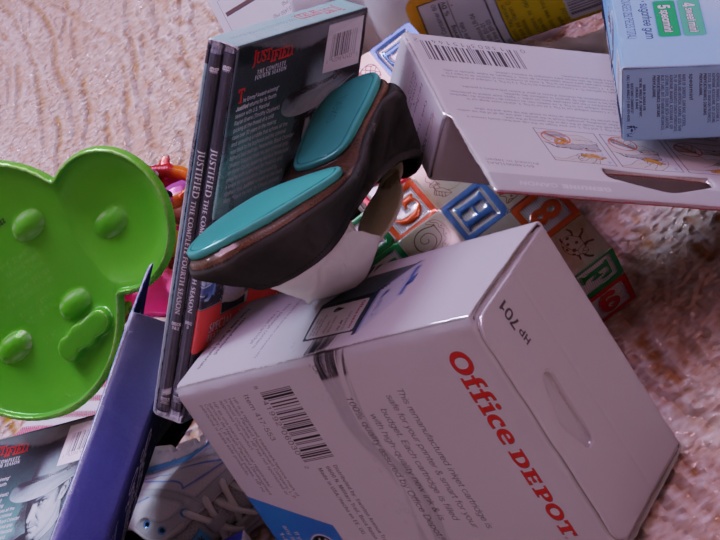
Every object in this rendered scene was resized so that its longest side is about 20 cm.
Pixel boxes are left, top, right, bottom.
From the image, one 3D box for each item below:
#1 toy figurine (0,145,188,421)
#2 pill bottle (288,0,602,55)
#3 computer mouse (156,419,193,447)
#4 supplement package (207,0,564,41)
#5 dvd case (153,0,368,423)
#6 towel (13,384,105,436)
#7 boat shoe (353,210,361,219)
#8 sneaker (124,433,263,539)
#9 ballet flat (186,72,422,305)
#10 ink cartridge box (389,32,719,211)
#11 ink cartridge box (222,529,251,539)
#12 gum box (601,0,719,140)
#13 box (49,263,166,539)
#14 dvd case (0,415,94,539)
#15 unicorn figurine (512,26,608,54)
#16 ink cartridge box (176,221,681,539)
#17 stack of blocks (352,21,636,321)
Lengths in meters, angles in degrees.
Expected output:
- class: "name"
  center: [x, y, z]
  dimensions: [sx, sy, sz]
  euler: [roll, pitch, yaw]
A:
- class: "toy figurine"
  center: [-0.135, -0.021, 1.685]
  dimensions: [0.200, 0.150, 0.184]
  euler: [-35, -5, 32]
- class: "pill bottle"
  center: [0.059, -0.181, 1.681]
  dimensions: [0.200, 0.113, 0.113]
  euler: [-19, 25, 9]
- class: "computer mouse"
  center: [-0.101, 0.052, 1.730]
  dimensions: [0.200, 0.046, 0.140]
  euler: [-56, -7, 14]
- class: "supplement package"
  center: [0.018, -0.166, 1.855]
  dimensions: [0.156, 0.111, 0.200]
  euler: [-30, -6, 17]
- class: "dvd case"
  center: [-0.050, -0.033, 1.500]
  dimensions: [0.022, 0.200, 0.146]
  euler: [19, 21, 22]
- class: "towel"
  center: [-0.190, 0.129, 1.808]
  dimensions: [0.200, 0.030, 0.146]
  euler: [-47, 24, -28]
- class: "boat shoe"
  center: [0.001, 0.000, 1.662]
  dimensions: [0.066, 0.072, 0.201]
  euler: [-30, 40, 33]
- class: "sneaker"
  center: [-0.076, 0.127, 1.600]
  dimensions: [0.200, 0.075, 0.087]
  euler: [-32, 28, 32]
- class: "ballet flat"
  center: [-0.015, -0.029, 1.424]
  dimensions: [0.068, 0.068, 0.200]
  euler: [-19, 19, 35]
- class: "ink cartridge box"
  center: [0.131, -0.059, 1.513]
  dimensions: [0.176, 0.199, 0.045]
  euler: [-114, 34, -55]
- class: "ink cartridge box"
  center: [-0.094, 0.220, 1.463]
  dimensions: [0.094, 0.044, 0.200]
  euler: [-28, 24, 17]
- class: "gum box"
  center: [0.232, -0.127, 1.538]
  dimensions: [0.199, 0.045, 0.170]
  euler: [-2, 27, 2]
- class: "box"
  center: [-0.131, 0.107, 1.519]
  dimensions: [0.121, 0.032, 0.200]
  euler: [108, 179, -62]
- class: "dvd case"
  center: [-0.199, 0.179, 1.621]
  dimensions: [0.146, 0.022, 0.200]
  euler: [-17, 49, 47]
- class: "unicorn figurine"
  center: [0.157, -0.124, 1.720]
  dimensions: [0.137, 0.074, 0.200]
  euler: [-6, 40, -15]
- class: "ink cartridge box"
  center: [0.033, 0.074, 1.424]
  dimensions: [0.200, 0.147, 0.086]
  euler: [-16, 25, 40]
- class: "stack of blocks"
  center: [0.043, -0.028, 1.592]
  dimensions: [0.115, 0.059, 0.200]
  euler: [-37, 57, -2]
